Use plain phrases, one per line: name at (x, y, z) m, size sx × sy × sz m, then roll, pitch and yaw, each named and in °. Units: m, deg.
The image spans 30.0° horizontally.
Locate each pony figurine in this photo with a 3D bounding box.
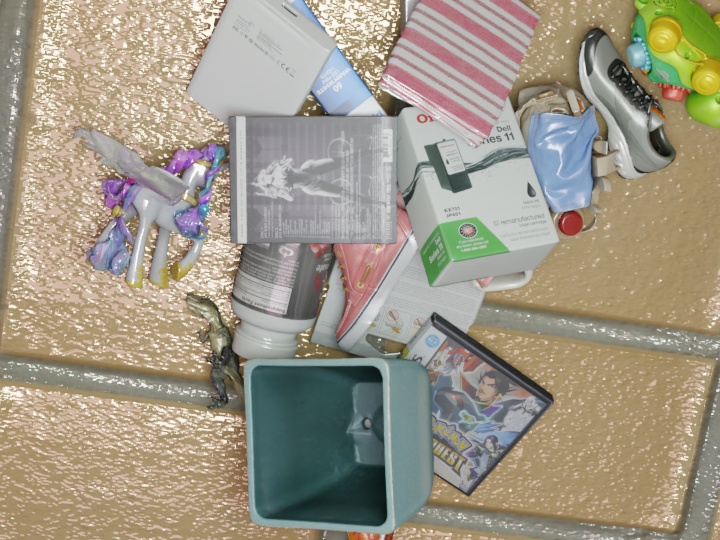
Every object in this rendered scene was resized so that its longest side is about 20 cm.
pony figurine at (-0.253, -0.084, 1.618) m, size 0.192 × 0.166 × 0.202 m, roll 19°, pitch 99°, yaw -42°

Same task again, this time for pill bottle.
pill bottle at (-0.099, 0.010, 1.660) m, size 0.110 × 0.111 × 0.202 m, roll 13°, pitch 102°, yaw -8°

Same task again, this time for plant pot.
plant pot at (-0.005, 0.196, 1.625) m, size 0.195 × 0.199 × 0.198 m, roll -2°, pitch 91°, yaw 28°

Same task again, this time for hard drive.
hard drive at (-0.119, -0.236, 1.568) m, size 0.132 × 0.027 × 0.200 m, roll 38°, pitch 139°, yaw 1°

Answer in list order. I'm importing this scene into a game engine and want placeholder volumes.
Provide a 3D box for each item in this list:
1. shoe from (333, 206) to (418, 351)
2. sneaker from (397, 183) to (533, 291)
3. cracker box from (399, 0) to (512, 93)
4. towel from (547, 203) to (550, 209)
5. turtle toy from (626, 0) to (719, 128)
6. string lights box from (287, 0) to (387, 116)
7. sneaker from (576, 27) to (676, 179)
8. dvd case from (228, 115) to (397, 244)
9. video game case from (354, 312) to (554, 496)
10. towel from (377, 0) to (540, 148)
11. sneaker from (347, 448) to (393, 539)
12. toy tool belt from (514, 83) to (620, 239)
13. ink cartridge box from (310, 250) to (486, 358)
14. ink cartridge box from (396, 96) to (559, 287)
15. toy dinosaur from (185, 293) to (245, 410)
shoe at (0.000, 0.000, 1.643) m, size 0.091 × 0.072 × 0.201 m, roll 32°, pitch 116°, yaw 0°
sneaker at (0.130, -0.042, 1.636) m, size 0.199 × 0.105 × 0.076 m, roll 22°, pitch 134°, yaw -16°
cracker box at (0.116, -0.316, 1.632) m, size 0.132 × 0.058 × 0.202 m, roll -2°, pitch 104°, yaw -6°
towel at (0.154, -0.129, 1.693) m, size 0.198 × 0.034 × 0.134 m, roll -1°, pitch 102°, yaw -5°
turtle toy at (0.401, -0.258, 1.643) m, size 0.200 × 0.146 × 0.101 m, roll 41°, pitch 136°, yaw -12°
string lights box at (-0.052, -0.252, 1.607) m, size 0.059 × 0.103 × 0.201 m, roll -37°, pitch 105°, yaw 5°
sneaker at (0.331, -0.210, 1.657) m, size 0.074 × 0.079 × 0.201 m, roll -45°, pitch 114°, yaw -39°
dvd case at (-0.055, -0.106, 1.575) m, size 0.198 × 0.016 × 0.150 m, roll 0°, pitch 97°, yaw 2°
video game case at (0.119, 0.177, 1.745) m, size 0.199 × 0.026 × 0.181 m, roll 35°, pitch 110°, yaw -13°
towel at (0.116, -0.257, 1.561) m, size 0.146 × 0.030 × 0.201 m, roll 31°, pitch 66°, yaw -12°
sneaker at (0.008, 0.321, 1.777) m, size 0.076 × 0.073 × 0.202 m, roll 11°, pitch 100°, yaw 15°
toy tool belt at (0.249, -0.124, 1.622) m, size 0.124 × 0.123 × 0.202 m, roll -14°, pitch 106°, yaw -9°
ink cartridge box at (0.052, 0.034, 1.717) m, size 0.198 × 0.044 × 0.175 m, roll 16°, pitch 115°, yaw -9°
ink cartridge box at (0.128, -0.096, 1.578) m, size 0.145 × 0.083 × 0.202 m, roll -10°, pitch 70°, yaw -19°
toy dinosaur at (-0.172, 0.125, 1.692) m, size 0.047 × 0.088 × 0.202 m, roll -16°, pitch 104°, yaw 13°
